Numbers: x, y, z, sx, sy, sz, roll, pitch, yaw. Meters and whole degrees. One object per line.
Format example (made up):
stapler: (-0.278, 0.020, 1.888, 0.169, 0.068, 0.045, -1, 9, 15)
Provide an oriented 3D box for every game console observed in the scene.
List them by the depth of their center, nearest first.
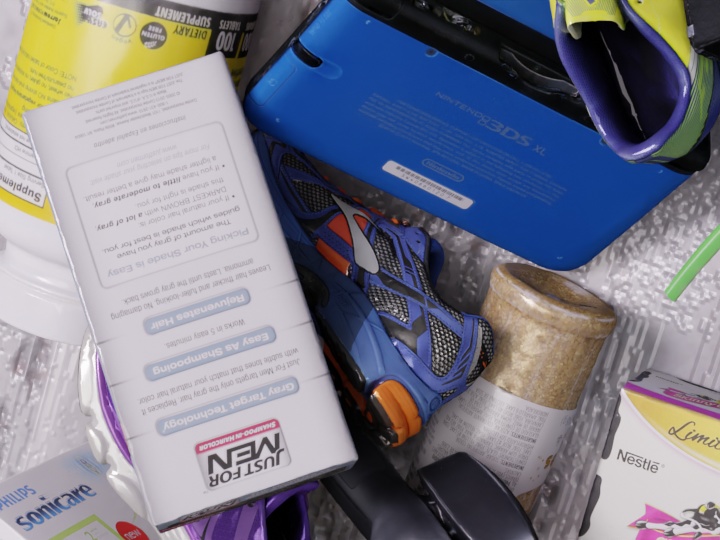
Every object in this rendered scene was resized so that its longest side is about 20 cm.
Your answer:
game console: (0.071, -0.117, 1.111, 0.199, 0.119, 0.171, 25, 138, -21)

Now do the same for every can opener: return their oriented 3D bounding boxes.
can opener: (0.009, 0.107, 1.140, 0.200, 0.078, 0.064, 41, 151, 45)

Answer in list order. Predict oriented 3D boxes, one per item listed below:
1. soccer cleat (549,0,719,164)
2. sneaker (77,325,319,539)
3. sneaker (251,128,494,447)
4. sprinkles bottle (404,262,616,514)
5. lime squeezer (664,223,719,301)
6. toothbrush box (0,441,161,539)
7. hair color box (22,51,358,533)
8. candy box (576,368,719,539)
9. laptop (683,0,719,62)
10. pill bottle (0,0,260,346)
soccer cleat: (0.104, -0.141, 1.022, 0.065, 0.084, 0.201, -18, 99, 32)
sneaker: (-0.064, 0.098, 1.144, 0.083, 0.081, 0.200, -33, 84, 30)
sneaker: (0.000, 0.000, 1.157, 0.078, 0.075, 0.200, -24, 56, -13)
sprinkles bottle: (0.060, 0.098, 1.168, 0.068, 0.068, 0.201, 26, 105, 14)
lime squeezer: (0.213, -0.040, 0.985, 0.199, 0.038, 0.071, -13, 123, 26)
toothbrush box: (-0.112, 0.191, 1.199, 0.200, 0.146, 0.086, 37, 108, 12)
hair color box: (-0.079, 0.011, 1.087, 0.099, 0.061, 0.201, -18, 82, -6)
candy box: (0.169, 0.165, 1.144, 0.136, 0.061, 0.201, 18, 102, 17)
laptop: (0.183, -0.185, 1.000, 0.103, 0.200, 0.178, -9, 83, 26)
pill bottle: (-0.127, -0.068, 1.188, 0.112, 0.112, 0.201, 20, 104, 16)
